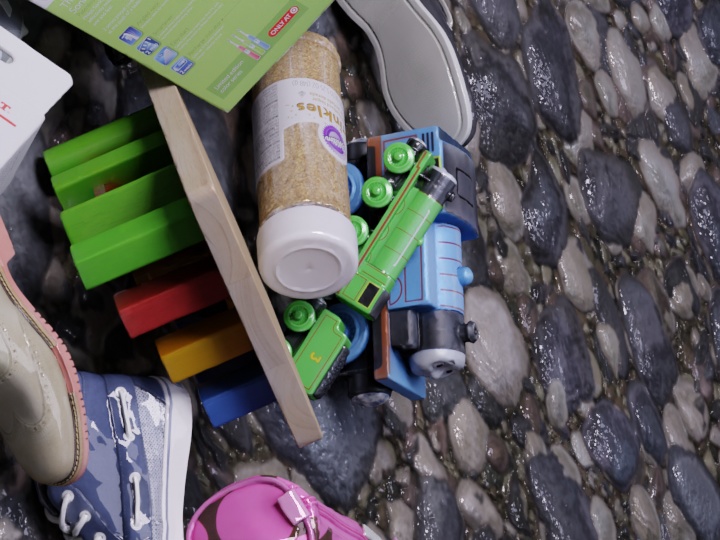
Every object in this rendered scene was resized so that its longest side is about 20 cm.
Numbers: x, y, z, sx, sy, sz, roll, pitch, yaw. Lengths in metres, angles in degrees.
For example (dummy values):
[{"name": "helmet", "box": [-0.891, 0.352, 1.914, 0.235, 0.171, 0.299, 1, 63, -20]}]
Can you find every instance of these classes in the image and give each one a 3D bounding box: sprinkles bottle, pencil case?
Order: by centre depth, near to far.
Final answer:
[{"name": "pencil case", "box": [-0.038, 0.187, 1.685, 0.091, 0.094, 0.200, 67, 10, 21]}, {"name": "sprinkles bottle", "box": [-0.041, -0.075, 1.801, 0.068, 0.068, 0.200, 40, 32, -39]}]

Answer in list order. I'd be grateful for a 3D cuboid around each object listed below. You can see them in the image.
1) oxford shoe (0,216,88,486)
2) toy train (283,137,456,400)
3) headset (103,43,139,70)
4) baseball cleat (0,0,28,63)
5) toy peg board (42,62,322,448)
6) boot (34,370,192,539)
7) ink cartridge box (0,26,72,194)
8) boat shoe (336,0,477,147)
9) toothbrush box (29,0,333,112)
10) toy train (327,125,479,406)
[{"name": "oxford shoe", "box": [-0.228, 0.043, 1.545, 0.074, 0.071, 0.200, -27, 89, -51]}, {"name": "toy train", "box": [0.000, 0.000, 1.805, 0.200, 0.056, 0.042, -57, 167, -5]}, {"name": "headset", "box": [-0.095, -0.189, 1.774, 0.200, 0.123, 0.094, -27, 99, -34]}, {"name": "baseball cleat", "box": [-0.251, -0.186, 1.606, 0.106, 0.070, 0.200, 37, 40, -32]}, {"name": "toy peg board", "box": [-0.120, -0.002, 1.648, 0.200, 0.098, 0.199, -114, -178, -57]}, {"name": "boot", "box": [-0.159, 0.161, 1.607, 0.090, 0.073, 0.201, 9, 73, -29]}, {"name": "ink cartridge box", "box": [-0.263, -0.069, 1.490, 0.115, 0.068, 0.200, 35, 43, 0]}, {"name": "boat shoe", "box": [0.041, -0.171, 1.952, 0.060, 0.074, 0.200, 3, 48, -49]}, {"name": "toothbrush box", "box": [-0.115, -0.208, 1.595, 0.200, 0.146, 0.086, 27, 25, -41]}, {"name": "toy train", "box": [0.027, -0.004, 1.861, 0.087, 0.114, 0.201, 32, 52, -59]}]
